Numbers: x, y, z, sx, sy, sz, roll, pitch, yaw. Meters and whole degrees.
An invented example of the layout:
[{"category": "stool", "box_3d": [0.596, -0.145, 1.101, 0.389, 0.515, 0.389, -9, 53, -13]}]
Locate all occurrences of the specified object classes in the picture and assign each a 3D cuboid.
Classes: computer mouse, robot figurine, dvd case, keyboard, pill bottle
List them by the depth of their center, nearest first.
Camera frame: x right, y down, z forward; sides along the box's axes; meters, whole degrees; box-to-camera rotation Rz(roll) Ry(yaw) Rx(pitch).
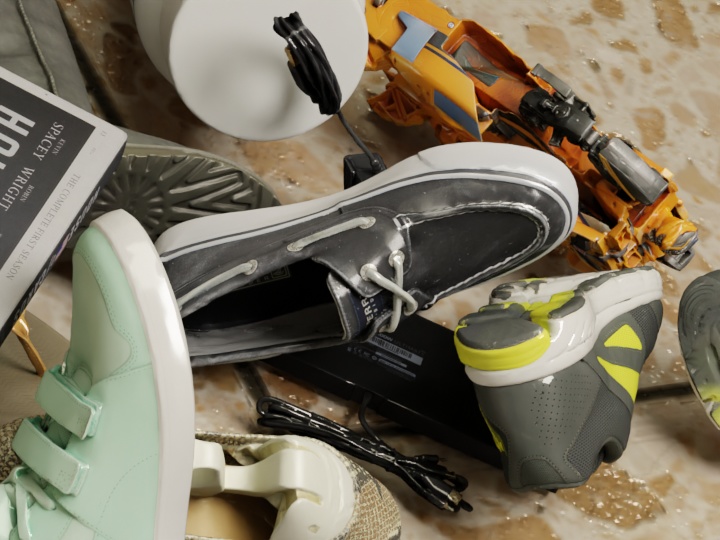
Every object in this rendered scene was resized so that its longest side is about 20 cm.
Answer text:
[{"category": "dvd case", "box_3d": [-0.214, -0.053, 1.145, 0.199, 0.025, 0.151, 26, 43, 1]}, {"category": "computer mouse", "box_3d": [-0.006, -0.046, 1.278, 0.034, 0.200, 0.059, -27, 45, 2]}, {"category": "keyboard", "box_3d": [0.004, 0.055, 1.280, 0.199, 0.021, 0.127, 24, 34, 1]}, {"category": "pill bottle", "box_3d": [-0.060, -0.148, 1.356, 0.113, 0.114, 0.200, 10, 26, -17]}, {"category": "robot figurine", "box_3d": [0.082, -0.062, 1.373, 0.200, 0.145, 0.058, 39, 84, 25]}]

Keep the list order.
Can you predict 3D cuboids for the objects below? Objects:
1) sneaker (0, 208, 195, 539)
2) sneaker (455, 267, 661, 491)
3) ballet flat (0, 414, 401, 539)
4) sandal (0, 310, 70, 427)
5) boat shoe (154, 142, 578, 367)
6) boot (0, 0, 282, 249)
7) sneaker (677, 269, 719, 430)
[{"category": "sneaker", "box_3d": [-0.129, 0.078, 1.066, 0.118, 0.202, 0.074, -2, 10, -20]}, {"category": "sneaker", "box_3d": [0.091, 0.049, 1.258, 0.074, 0.085, 0.200, -7, 6, 22]}, {"category": "ballet flat", "box_3d": [-0.065, 0.092, 1.158, 0.199, 0.075, 0.068, 7, 59, -20]}, {"category": "sandal", "box_3d": [-0.183, 0.005, 1.211, 0.080, 0.054, 0.200, -24, 60, -42]}, {"category": "boat shoe", "box_3d": [0.000, 0.000, 1.212, 0.199, 0.072, 0.068, -11, 38, 6]}, {"category": "boot", "box_3d": [-0.138, -0.078, 1.310, 0.181, 0.073, 0.200, 19, 20, -29]}, {"category": "sneaker", "box_3d": [0.228, 0.059, 1.338, 0.200, 0.074, 0.085, 37, 23, -19]}]
